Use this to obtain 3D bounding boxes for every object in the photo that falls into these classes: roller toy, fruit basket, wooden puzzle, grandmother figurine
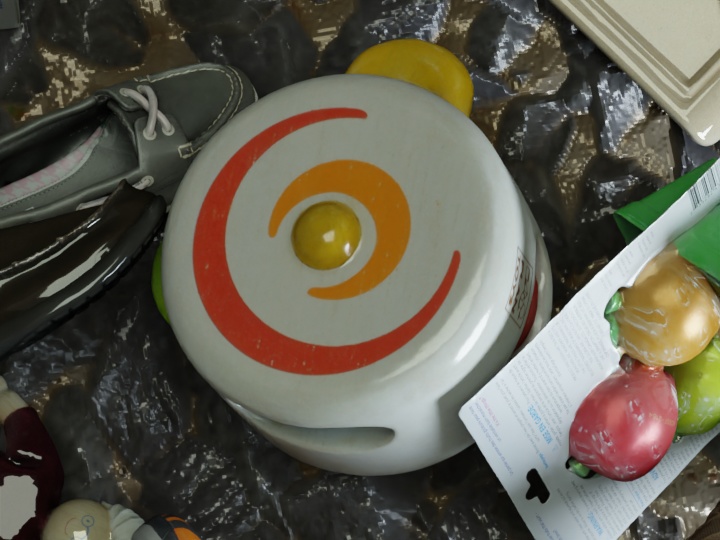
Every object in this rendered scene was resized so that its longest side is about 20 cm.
[{"bbox_3d":[0.000,0.000,1.412,0.200,0.140,0.183,-34,67,2],"label":"roller toy"},{"bbox_3d":[0.143,0.045,1.435,0.200,0.185,0.094,-40,51,-6],"label":"fruit basket"},{"bbox_3d":[0.178,-0.196,1.541,0.200,0.037,0.185,45,79,0],"label":"wooden puzzle"},{"bbox_3d":[-0.201,0.113,1.442,0.200,0.061,0.121,24,87,3],"label":"grandmother figurine"}]

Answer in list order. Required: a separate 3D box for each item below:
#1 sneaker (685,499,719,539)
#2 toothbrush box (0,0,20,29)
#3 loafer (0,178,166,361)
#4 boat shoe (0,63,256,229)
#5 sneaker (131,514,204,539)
[{"bbox_3d":[0.209,0.128,1.442,0.200,0.070,0.076,-13,55,-39],"label":"sneaker"},{"bbox_3d":[-0.285,-0.196,1.476,0.200,0.086,0.146,-7,80,-5],"label":"toothbrush box"},{"bbox_3d":[-0.187,0.010,1.393,0.200,0.073,0.071,-34,90,-5],"label":"loafer"},{"bbox_3d":[-0.143,-0.054,1.462,0.200,0.057,0.067,-30,63,-9],"label":"boat shoe"},{"bbox_3d":[-0.026,0.184,1.431,0.112,0.078,0.200,-39,106,-17],"label":"sneaker"}]
